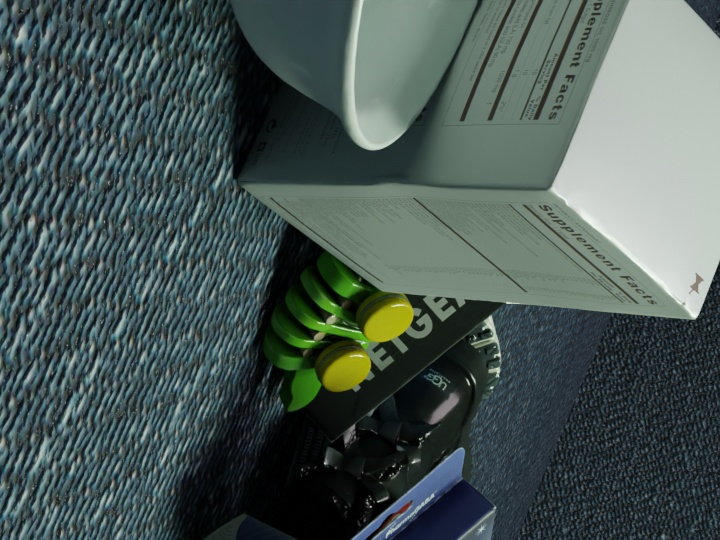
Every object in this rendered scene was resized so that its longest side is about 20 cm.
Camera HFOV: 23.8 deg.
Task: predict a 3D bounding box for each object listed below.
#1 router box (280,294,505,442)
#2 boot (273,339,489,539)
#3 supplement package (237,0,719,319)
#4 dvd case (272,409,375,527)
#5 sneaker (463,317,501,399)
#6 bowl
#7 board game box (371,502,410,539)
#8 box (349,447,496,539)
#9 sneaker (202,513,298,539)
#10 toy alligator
[{"bbox_3d":[0.055,-0.001,1.001,0.200,0.051,0.149,-41,-175,29],"label":"router box"},{"bbox_3d":[0.010,0.145,1.110,0.163,0.073,0.199,-47,161,-36],"label":"boot"},{"bbox_3d":[0.062,-0.057,0.762,0.114,0.199,0.110,37,69,-37],"label":"supplement package"},{"bbox_3d":[-0.020,0.128,1.174,0.146,0.022,0.201,-34,144,-70],"label":"dvd case"},{"bbox_3d":[0.059,0.009,1.158,0.087,0.077,0.201,-80,170,-52],"label":"sneaker"},{"bbox_3d":[-0.002,-0.154,0.640,0.201,0.090,0.202,20,90,-77],"label":"bowl"},{"bbox_3d":[0.004,0.233,1.098,0.152,0.046,0.200,-46,164,-8],"label":"board game box"},{"bbox_3d":[0.019,0.192,0.948,0.121,0.032,0.201,-37,150,-26],"label":"box"},{"bbox_3d":[-0.089,0.236,0.944,0.200,0.080,0.115,-58,168,-18],"label":"sneaker"},{"bbox_3d":[0.000,0.000,0.909,0.054,0.059,0.200,14,124,-41],"label":"toy alligator"}]
